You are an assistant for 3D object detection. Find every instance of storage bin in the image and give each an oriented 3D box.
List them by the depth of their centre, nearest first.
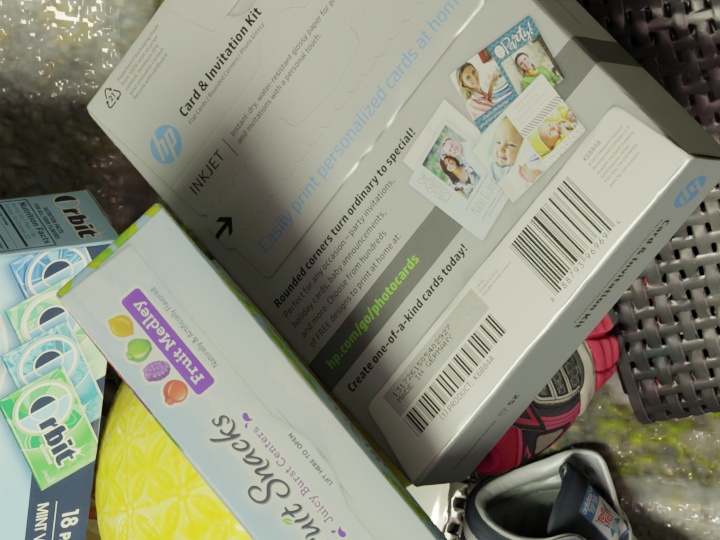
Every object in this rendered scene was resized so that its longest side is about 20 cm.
[{"bbox_3d":[0.131,-0.056,1.032,0.093,0.135,0.200,-11,123,17],"label":"storage bin"}]

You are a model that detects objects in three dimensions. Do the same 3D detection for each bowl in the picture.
[{"bbox_3d":[-0.033,0.043,1.119,0.200,0.200,0.108,-23,95,24],"label":"bowl"}]

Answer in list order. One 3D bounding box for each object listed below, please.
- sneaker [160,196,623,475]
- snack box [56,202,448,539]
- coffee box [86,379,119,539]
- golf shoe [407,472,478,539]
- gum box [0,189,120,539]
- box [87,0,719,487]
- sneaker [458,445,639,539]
[{"bbox_3d":[0.000,0.000,1.017,0.200,0.075,0.081,30,148,20],"label":"sneaker"},{"bbox_3d":[-0.020,0.075,0.954,0.053,0.142,0.200,-40,84,-1],"label":"snack box"},{"bbox_3d":[-0.166,0.096,1.209,0.200,0.115,0.080,29,129,-9],"label":"coffee box"},{"bbox_3d":[-0.015,0.128,1.219,0.094,0.078,0.200,26,130,-10],"label":"golf shoe"},{"bbox_3d":[-0.200,0.059,1.053,0.199,0.045,0.170,-8,126,-25],"label":"gum box"},{"bbox_3d":[0.011,-0.048,0.950,0.200,0.041,0.156,47,111,22],"label":"box"},{"bbox_3d":[0.136,0.145,1.218,0.199,0.070,0.109,9,128,8],"label":"sneaker"}]
